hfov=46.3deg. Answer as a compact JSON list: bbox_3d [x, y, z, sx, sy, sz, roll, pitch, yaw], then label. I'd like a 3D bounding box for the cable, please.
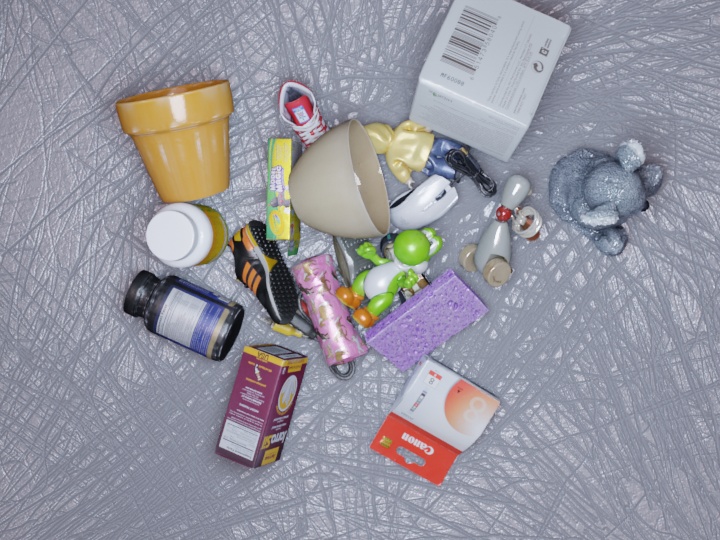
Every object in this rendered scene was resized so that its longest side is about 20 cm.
[{"bbox_3d":[-0.079,0.113,1.555,0.200,0.050,0.097,40,77,-11],"label":"cable"}]

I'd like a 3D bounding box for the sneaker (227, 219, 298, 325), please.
[{"bbox_3d":[-0.181,0.015,1.524,0.090,0.070,0.202,-31,73,32],"label":"sneaker"}]

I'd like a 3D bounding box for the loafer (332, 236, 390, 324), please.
[{"bbox_3d":[0.000,0.000,1.522,0.075,0.070,0.202,-15,87,-16],"label":"loafer"}]

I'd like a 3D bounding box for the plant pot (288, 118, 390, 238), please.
[{"bbox_3d":[-0.045,-0.141,1.427,0.133,0.200,0.202,-14,92,16],"label":"plant pot"}]

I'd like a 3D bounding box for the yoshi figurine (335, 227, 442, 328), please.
[{"bbox_3d":[0.050,-0.002,1.414,0.200,0.112,0.112,-44,107,5],"label":"yoshi figurine"}]

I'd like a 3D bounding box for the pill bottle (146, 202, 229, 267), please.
[{"bbox_3d":[-0.304,-0.062,1.472,0.110,0.200,0.112,0,93,4],"label":"pill bottle"}]

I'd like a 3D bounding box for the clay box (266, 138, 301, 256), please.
[{"bbox_3d":[-0.136,-0.128,1.500,0.047,0.115,0.202,2,92,5],"label":"clay box"}]

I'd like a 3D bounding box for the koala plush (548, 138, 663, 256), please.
[{"bbox_3d":[0.413,-0.132,1.416,0.183,0.200,0.178,29,95,3],"label":"koala plush"}]

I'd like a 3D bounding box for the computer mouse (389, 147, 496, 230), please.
[{"bbox_3d":[0.132,-0.125,1.481,0.199,0.044,0.110,-35,112,26],"label":"computer mouse"}]

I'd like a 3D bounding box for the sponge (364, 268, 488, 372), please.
[{"bbox_3d":[0.116,0.091,1.492,0.199,0.030,0.112,-38,125,13],"label":"sponge"}]

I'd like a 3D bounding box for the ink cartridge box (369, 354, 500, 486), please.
[{"bbox_3d":[0.132,0.275,1.516,0.161,0.050,0.201,30,91,-10],"label":"ink cartridge box"}]

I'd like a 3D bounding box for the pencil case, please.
[{"bbox_3d":[-0.055,0.068,1.500,0.082,0.086,0.202,-21,87,-22],"label":"pencil case"}]

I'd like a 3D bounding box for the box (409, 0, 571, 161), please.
[{"bbox_3d":[0.212,-0.328,1.416,0.199,0.171,0.200,25,78,2],"label":"box"}]

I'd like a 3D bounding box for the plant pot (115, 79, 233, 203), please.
[{"bbox_3d":[-0.309,-0.224,1.482,0.198,0.200,0.185,-9,108,5],"label":"plant pot"}]

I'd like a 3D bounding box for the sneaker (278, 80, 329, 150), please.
[{"bbox_3d":[-0.083,-0.246,1.491,0.071,0.112,0.201,-32,90,4],"label":"sneaker"}]

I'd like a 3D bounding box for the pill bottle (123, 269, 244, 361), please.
[{"bbox_3d":[-0.320,0.077,1.524,0.199,0.112,0.113,24,94,3],"label":"pill bottle"}]

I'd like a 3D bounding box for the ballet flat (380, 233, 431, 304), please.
[{"bbox_3d":[0.094,0.025,1.513,0.073,0.073,0.201,-29,91,5],"label":"ballet flat"}]

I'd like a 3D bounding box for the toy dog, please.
[{"bbox_3d":[0.262,-0.060,1.480,0.200,0.096,0.133,-52,46,32],"label":"toy dog"}]

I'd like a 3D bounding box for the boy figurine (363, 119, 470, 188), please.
[{"bbox_3d":[0.092,-0.211,1.505,0.198,0.064,0.126,15,94,4],"label":"boy figurine"}]

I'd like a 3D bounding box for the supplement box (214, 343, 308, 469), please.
[{"bbox_3d":[-0.176,0.240,1.513,0.085,0.110,0.202,17,94,21],"label":"supplement box"}]
